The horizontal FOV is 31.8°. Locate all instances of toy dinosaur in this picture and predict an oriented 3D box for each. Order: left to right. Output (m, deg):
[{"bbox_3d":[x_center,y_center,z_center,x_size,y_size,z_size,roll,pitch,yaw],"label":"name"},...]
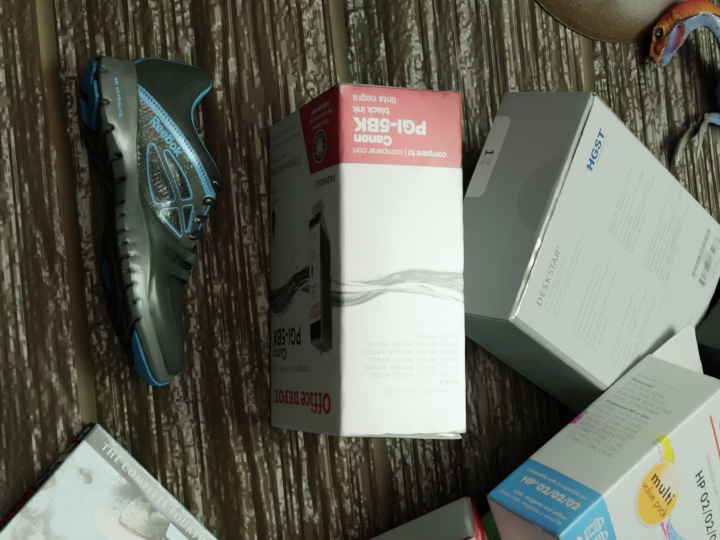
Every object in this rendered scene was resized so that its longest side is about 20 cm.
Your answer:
[{"bbox_3d":[0.294,-0.123,0.970,0.199,0.104,0.184,-22,89,-56],"label":"toy dinosaur"}]

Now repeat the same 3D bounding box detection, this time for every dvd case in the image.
[{"bbox_3d":[-0.177,0.215,0.759,0.146,0.022,0.200,47,70,-13],"label":"dvd case"}]

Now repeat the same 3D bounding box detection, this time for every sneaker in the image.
[{"bbox_3d":[-0.119,-0.033,0.773,0.081,0.073,0.204,-5,89,-25],"label":"sneaker"}]

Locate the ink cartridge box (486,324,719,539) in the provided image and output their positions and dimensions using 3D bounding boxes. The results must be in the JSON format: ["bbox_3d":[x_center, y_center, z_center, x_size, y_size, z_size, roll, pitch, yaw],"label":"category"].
[{"bbox_3d":[0.183,0.139,0.807,0.199,0.067,0.116,-36,122,-25],"label":"ink cartridge box"}]

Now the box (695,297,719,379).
[{"bbox_3d":[0.352,0.083,0.893,0.125,0.148,0.201,-50,127,-18],"label":"box"}]

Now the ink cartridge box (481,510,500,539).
[{"bbox_3d":[0.128,0.208,0.868,0.199,0.059,0.105,-39,101,-21],"label":"ink cartridge box"}]

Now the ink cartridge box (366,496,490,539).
[{"bbox_3d":[0.046,0.269,0.788,0.142,0.084,0.203,-24,97,5],"label":"ink cartridge box"}]

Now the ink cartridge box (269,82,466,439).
[{"bbox_3d":[0.000,0.000,0.781,0.081,0.146,0.204,1,85,-20],"label":"ink cartridge box"}]

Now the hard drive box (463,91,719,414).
[{"bbox_3d":[0.152,-0.002,0.847,0.199,0.076,0.158,35,72,-41],"label":"hard drive box"}]

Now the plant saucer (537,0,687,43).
[{"bbox_3d":[0.195,-0.275,0.945,0.197,0.037,0.204,2,84,-23],"label":"plant saucer"}]
